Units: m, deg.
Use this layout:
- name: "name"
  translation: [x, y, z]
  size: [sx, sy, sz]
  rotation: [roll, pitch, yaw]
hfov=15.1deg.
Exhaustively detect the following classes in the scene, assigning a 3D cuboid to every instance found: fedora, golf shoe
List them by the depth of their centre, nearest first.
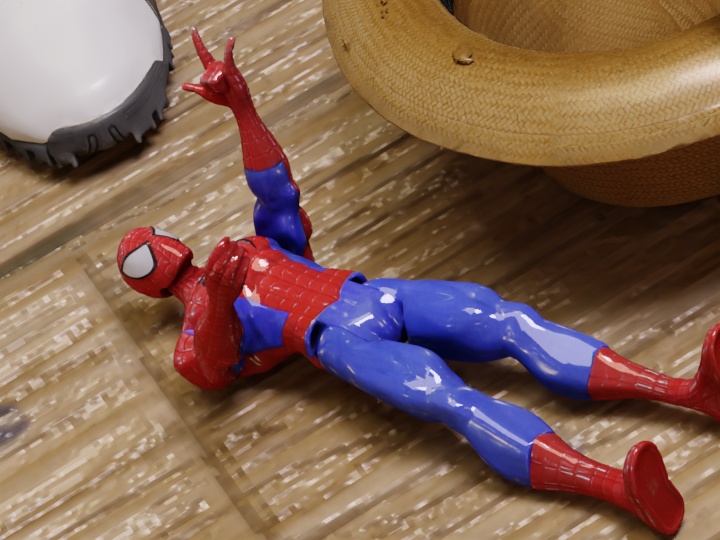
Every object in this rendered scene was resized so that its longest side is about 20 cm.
- name: "fedora"
  translation: [0.085, -0.081, 0.787]
  size: [0.200, 0.082, 0.201]
  rotation: [-13, 42, 12]
- name: "golf shoe"
  translation: [-0.124, -0.123, 0.903]
  size: [0.078, 0.095, 0.200]
  rotation: [-25, 57, -4]

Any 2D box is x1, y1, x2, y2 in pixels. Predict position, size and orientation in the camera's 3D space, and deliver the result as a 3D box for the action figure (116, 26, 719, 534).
- name: "action figure"
  translation: [0.000, 0.000, 0.735]
  size: [0.200, 0.099, 0.065]
  rotation: [13, 52, 38]
